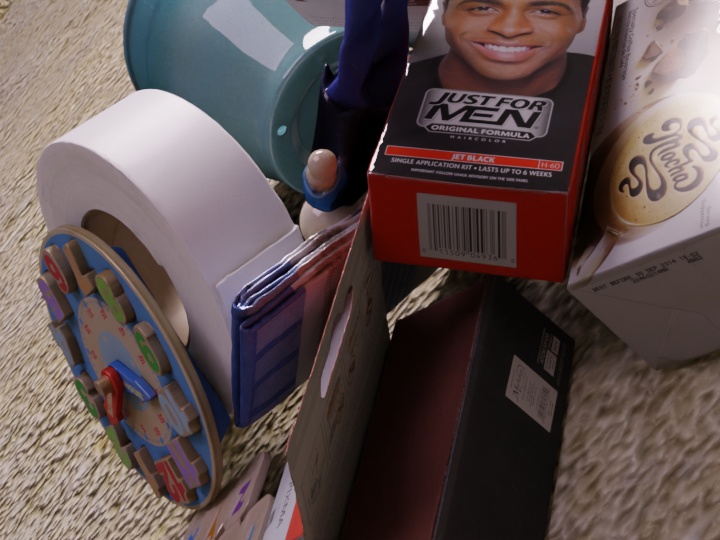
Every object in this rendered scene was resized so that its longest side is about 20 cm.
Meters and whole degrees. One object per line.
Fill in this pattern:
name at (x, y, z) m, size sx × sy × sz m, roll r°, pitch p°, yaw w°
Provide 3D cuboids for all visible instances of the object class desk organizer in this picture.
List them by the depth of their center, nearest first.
desk organizer at (0.046, 0.108, 0.678) m, size 0.077 × 0.071 × 0.202 m, roll -27°, pitch 35°, yaw 42°

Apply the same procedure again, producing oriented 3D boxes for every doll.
doll at (0.001, -0.096, 0.741) m, size 0.137 × 0.048 × 0.202 m, roll -50°, pitch -24°, yaw -53°

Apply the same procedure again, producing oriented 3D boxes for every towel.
towel at (0.000, 0.000, 0.781) m, size 0.199 × 0.024 × 0.147 m, roll -39°, pitch -20°, yaw -22°

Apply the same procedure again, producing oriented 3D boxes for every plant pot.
plant pot at (-0.057, -0.156, 1.033) m, size 0.200 × 0.200 × 0.188 m, roll -49°, pitch 46°, yaw 3°

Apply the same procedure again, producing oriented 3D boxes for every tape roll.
tape roll at (-0.116, -0.008, 0.842) m, size 0.071 × 0.204 × 0.201 m, roll -35°, pitch 18°, yaw -30°

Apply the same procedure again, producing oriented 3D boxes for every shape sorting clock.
shape sorting clock at (-0.152, 0.065, 0.856) m, size 0.039 × 0.202 × 0.199 m, roll -34°, pitch 18°, yaw -30°

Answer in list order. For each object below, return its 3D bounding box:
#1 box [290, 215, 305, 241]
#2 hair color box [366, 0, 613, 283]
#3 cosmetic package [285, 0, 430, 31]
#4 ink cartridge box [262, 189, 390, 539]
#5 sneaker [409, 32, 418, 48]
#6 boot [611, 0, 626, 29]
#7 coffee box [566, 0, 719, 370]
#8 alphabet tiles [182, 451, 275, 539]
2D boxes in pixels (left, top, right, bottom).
box at (-0.097, -0.012, 1.040) m, size 0.100 × 0.075 × 0.200 m, roll -49°, pitch 25°, yaw 4°
hair color box at (0.074, -0.088, 0.706) m, size 0.100 × 0.062 × 0.201 m, roll 6°, pitch 45°, yaw 12°
cosmetic package at (0.018, -0.252, 0.817) m, size 0.100 × 0.074 × 0.203 m, roll 7°, pitch 82°, yaw 21°
ink cartridge box at (-0.022, 0.081, 0.695) m, size 0.056 × 0.201 × 0.164 m, roll 4°, pitch 50°, yaw 16°
sneaker at (0.086, -0.213, 0.965) m, size 0.076 × 0.081 × 0.199 m, roll -41°, pitch 11°, yaw -37°
boot at (0.168, -0.188, 0.858) m, size 0.154 × 0.072 × 0.201 m, roll -37°, pitch 26°, yaw 35°
coffee box at (0.182, -0.065, 0.670) m, size 0.112 × 0.080 × 0.202 m, roll -23°, pitch 39°, yaw 42°
alphabet tiles at (-0.102, 0.208, 0.781) m, size 0.200 × 0.014 × 0.197 m, roll -46°, pitch 20°, yaw 46°
